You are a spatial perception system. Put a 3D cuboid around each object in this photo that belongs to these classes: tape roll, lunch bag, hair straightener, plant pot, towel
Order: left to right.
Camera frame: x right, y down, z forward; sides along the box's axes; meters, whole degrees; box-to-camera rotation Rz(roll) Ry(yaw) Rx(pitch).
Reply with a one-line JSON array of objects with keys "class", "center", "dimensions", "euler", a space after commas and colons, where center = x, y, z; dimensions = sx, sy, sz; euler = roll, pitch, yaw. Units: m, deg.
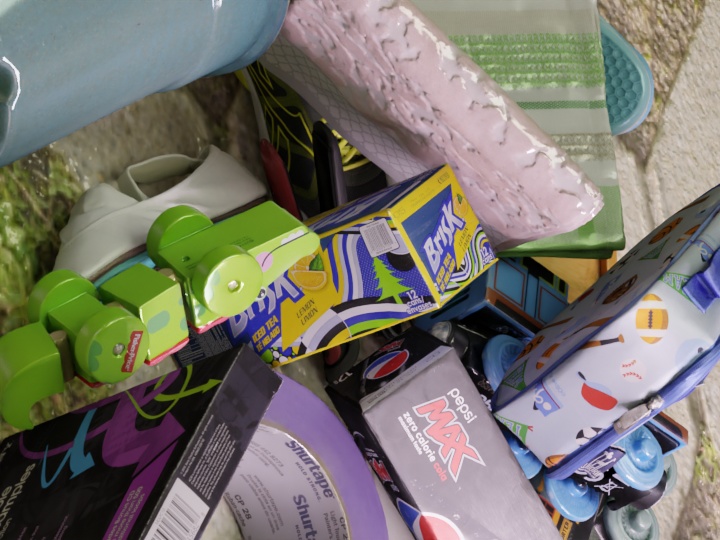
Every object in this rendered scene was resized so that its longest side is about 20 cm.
[{"class": "plant pot", "center": [-0.175, -0.156, 1.416], "dimensions": [0.196, 0.200, 0.201], "euler": [-36, 103, -40]}, {"class": "tape roll", "center": [-0.079, 0.158, 1.469], "dimensions": [0.200, 0.085, 0.201], "euler": [20, 61, -41]}, {"class": "hair straightener", "center": [0.000, 0.000, 1.600], "dimensions": [0.077, 0.041, 0.201], "euler": [-22, 114, -12]}, {"class": "towel", "center": [0.032, -0.088, 1.476], "dimensions": [0.200, 0.191, 0.032], "euler": [43, 75, -5]}, {"class": "towel", "center": [0.081, -0.100, 1.626], "dimensions": [0.149, 0.031, 0.201], "euler": [-1, 70, -11]}, {"class": "lunch bag", "center": [0.169, 0.033, 1.523], "dimensions": [0.076, 0.160, 0.200], "euler": [48, 37, -4]}]

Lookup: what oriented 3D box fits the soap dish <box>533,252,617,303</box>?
[{"class": "soap dish", "center": [0.089, -0.038, 1.735], "dimensions": [0.200, 0.081, 0.158], "euler": [23, 60, -40]}]

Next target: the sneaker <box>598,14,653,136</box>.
[{"class": "sneaker", "center": [0.119, -0.162, 1.751], "dimensions": [0.200, 0.079, 0.131], "euler": [52, 9, 11]}]

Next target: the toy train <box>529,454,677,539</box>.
[{"class": "toy train", "center": [0.133, 0.154, 1.715], "dimensions": [0.114, 0.085, 0.200], "euler": [41, 48, -18]}]

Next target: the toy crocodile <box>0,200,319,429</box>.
[{"class": "toy crocodile", "center": [-0.111, 0.020, 1.411], "dimensions": [0.200, 0.067, 0.062], "euler": [-29, 130, -26]}]

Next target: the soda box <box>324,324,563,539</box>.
[{"class": "soda box", "center": [0.061, 0.135, 1.535], "dimensions": [0.071, 0.063, 0.200], "euler": [-35, 111, -12]}]

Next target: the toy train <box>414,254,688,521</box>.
[{"class": "toy train", "center": [0.118, 0.070, 1.638], "dimensions": [0.200, 0.087, 0.115], "euler": [34, 47, -26]}]

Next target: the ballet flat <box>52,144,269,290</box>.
[{"class": "ballet flat", "center": [-0.127, -0.026, 1.512], "dimensions": [0.200, 0.069, 0.070], "euler": [-29, 97, -54]}]

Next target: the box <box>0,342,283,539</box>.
[{"class": "box", "center": [-0.140, 0.120, 1.328], "dimensions": [0.036, 0.200, 0.143], "euler": [46, 46, -21]}]

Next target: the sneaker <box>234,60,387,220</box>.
[{"class": "sneaker", "center": [-0.027, -0.100, 1.614], "dimensions": [0.074, 0.085, 0.200], "euler": [-33, 96, -21]}]

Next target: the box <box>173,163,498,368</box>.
[{"class": "box", "center": [-0.023, 0.006, 1.500], "dimensions": [0.070, 0.200, 0.064], "euler": [-38, 104, -48]}]

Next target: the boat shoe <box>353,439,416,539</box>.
[{"class": "boat shoe", "center": [0.011, 0.196, 1.573], "dimensions": [0.075, 0.062, 0.201], "euler": [-4, 81, -51]}]
